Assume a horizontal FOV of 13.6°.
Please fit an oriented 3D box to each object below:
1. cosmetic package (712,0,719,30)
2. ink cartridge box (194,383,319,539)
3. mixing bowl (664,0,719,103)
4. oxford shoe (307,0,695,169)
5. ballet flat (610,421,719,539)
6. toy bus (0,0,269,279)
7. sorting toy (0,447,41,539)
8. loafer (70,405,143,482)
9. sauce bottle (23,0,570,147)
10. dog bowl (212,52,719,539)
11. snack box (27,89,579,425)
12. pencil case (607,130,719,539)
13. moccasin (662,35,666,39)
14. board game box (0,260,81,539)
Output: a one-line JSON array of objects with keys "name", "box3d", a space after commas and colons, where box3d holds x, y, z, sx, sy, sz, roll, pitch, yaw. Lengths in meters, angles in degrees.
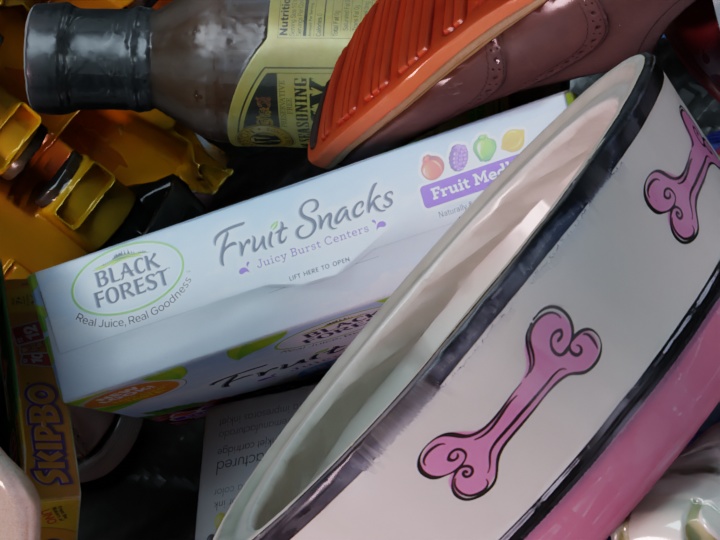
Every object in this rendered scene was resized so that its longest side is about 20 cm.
[{"name": "cosmetic package", "box3d": [0.225, -0.040, 0.859, 0.199, 0.123, 0.201, -10, 72, -8]}, {"name": "ink cartridge box", "box3d": [0.002, 0.139, 1.054, 0.116, 0.067, 0.201, -13, 56, 26]}, {"name": "mixing bowl", "box3d": [0.198, -0.139, 1.012, 0.199, 0.109, 0.201, 3, 62, -5]}, {"name": "oxford shoe", "box3d": [0.058, -0.079, 1.001, 0.200, 0.072, 0.071, -34, 33, 42]}, {"name": "ballet flat", "box3d": [0.090, 0.102, 0.831, 0.069, 0.070, 0.201, -7, 45, 29]}, {"name": "toy bus", "box3d": [-0.118, -0.080, 1.227, 0.200, 0.136, 0.192, -54, 17, -10]}, {"name": "sorting toy", "box3d": [-0.139, 0.068, 1.023, 0.036, 0.186, 0.201, -4, 41, -12]}, {"name": "loafer", "box3d": [-0.180, 0.043, 1.234, 0.199, 0.063, 0.072, 4, 65, 34]}, {"name": "sauce bottle", "box3d": [-0.022, -0.076, 1.100, 0.199, 0.065, 0.065, 1, 60, 8]}, {"name": "dog bowl", "box3d": [0.045, 0.034, 0.894, 0.200, 0.074, 0.200, -49, 4, 5]}, {"name": "snack box", "box3d": [0.000, 0.000, 1.069, 0.199, 0.142, 0.053, -19, 79, 11]}, {"name": "pencil case", "box3d": [0.115, 0.045, 1.029, 0.078, 0.087, 0.201, -4, 56, 59]}, {"name": "moccasin", "box3d": [0.150, -0.116, 1.114, 0.199, 0.068, 0.081, 9, 54, 17]}, {"name": "board game box", "box3d": [-0.121, 0.091, 1.093, 0.030, 0.201, 0.096, -5, 52, -10]}]
